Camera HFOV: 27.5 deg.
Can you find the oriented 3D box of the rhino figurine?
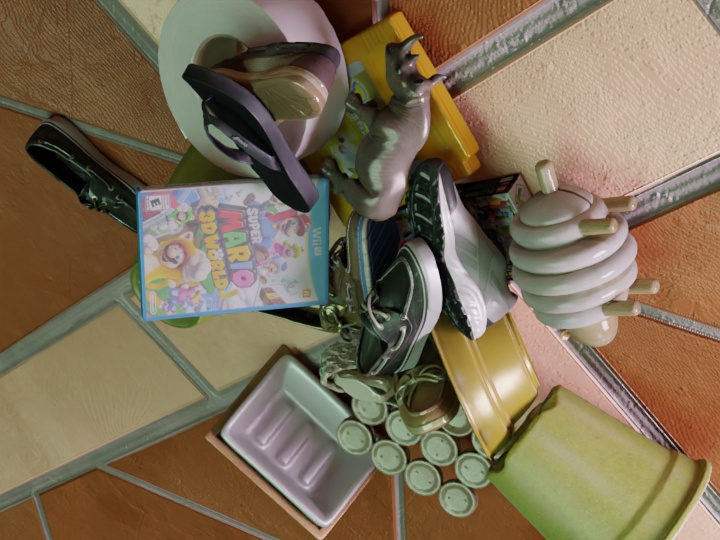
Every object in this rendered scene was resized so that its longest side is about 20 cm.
[{"bbox_3d":[0.028,-0.139,1.430,0.087,0.060,0.201,38,121,29],"label":"rhino figurine"}]

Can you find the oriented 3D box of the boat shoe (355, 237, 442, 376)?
[{"bbox_3d":[0.035,0.046,1.515,0.071,0.063,0.201,59,154,32],"label":"boat shoe"}]

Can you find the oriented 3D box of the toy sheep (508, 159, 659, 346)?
[{"bbox_3d":[0.209,-0.016,1.435,0.137,0.138,0.201,-2,112,38],"label":"toy sheep"}]

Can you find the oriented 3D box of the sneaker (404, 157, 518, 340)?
[{"bbox_3d":[0.103,-0.029,1.479,0.074,0.079,0.201,37,153,56],"label":"sneaker"}]

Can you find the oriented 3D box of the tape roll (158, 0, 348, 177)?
[{"bbox_3d":[-0.112,-0.199,1.500,0.202,0.071,0.204,20,125,30],"label":"tape roll"}]

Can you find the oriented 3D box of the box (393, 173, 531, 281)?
[{"bbox_3d":[0.106,-0.036,1.562,0.199,0.035,0.110,-8,123,41],"label":"box"}]

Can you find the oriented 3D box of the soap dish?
[{"bbox_3d":[-0.081,0.220,1.869,0.200,0.158,0.081,43,157,-8],"label":"soap dish"}]

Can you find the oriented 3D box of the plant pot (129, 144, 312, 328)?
[{"bbox_3d":[-0.162,-0.033,1.636,0.186,0.200,0.188,20,139,19],"label":"plant pot"}]

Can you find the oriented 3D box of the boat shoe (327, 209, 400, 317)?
[{"bbox_3d":[0.000,0.000,1.577,0.072,0.072,0.201,18,146,22],"label":"boat shoe"}]

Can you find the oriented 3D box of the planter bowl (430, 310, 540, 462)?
[{"bbox_3d":[0.141,0.099,1.595,0.083,0.201,0.201,-24,118,6],"label":"planter bowl"}]

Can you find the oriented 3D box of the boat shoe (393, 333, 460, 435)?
[{"bbox_3d":[0.066,0.108,1.620,0.073,0.201,0.063,-24,114,15],"label":"boat shoe"}]

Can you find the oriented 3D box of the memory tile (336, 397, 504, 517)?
[{"bbox_3d":[0.077,0.202,1.795,0.199,0.017,0.154,31,120,10],"label":"memory tile"}]

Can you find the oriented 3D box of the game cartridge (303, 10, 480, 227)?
[{"bbox_3d":[0.012,-0.148,1.501,0.200,0.032,0.177,-23,102,47],"label":"game cartridge"}]

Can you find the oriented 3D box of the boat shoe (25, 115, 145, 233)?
[{"bbox_3d":[-0.326,-0.104,1.803,0.200,0.057,0.069,42,141,-5],"label":"boat shoe"}]

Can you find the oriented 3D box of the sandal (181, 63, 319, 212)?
[{"bbox_3d":[-0.105,-0.119,1.410,0.076,0.043,0.200,17,153,48],"label":"sandal"}]

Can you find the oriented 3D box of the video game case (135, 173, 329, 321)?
[{"bbox_3d":[-0.130,-0.024,1.526,0.018,0.199,0.144,-127,35,-64],"label":"video game case"}]

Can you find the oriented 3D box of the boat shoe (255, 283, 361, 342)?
[{"bbox_3d":[-0.054,0.045,1.739,0.199,0.063,0.074,14,135,25],"label":"boat shoe"}]

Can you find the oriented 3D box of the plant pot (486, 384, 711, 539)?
[{"bbox_3d":[0.245,0.230,1.596,0.184,0.200,0.201,38,141,4],"label":"plant pot"}]

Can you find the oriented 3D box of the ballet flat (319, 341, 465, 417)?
[{"bbox_3d":[0.043,0.140,1.721,0.199,0.072,0.072,14,137,6],"label":"ballet flat"}]

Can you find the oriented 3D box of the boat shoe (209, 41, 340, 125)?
[{"bbox_3d":[-0.082,-0.182,1.391,0.072,0.065,0.200,47,160,-25],"label":"boat shoe"}]
